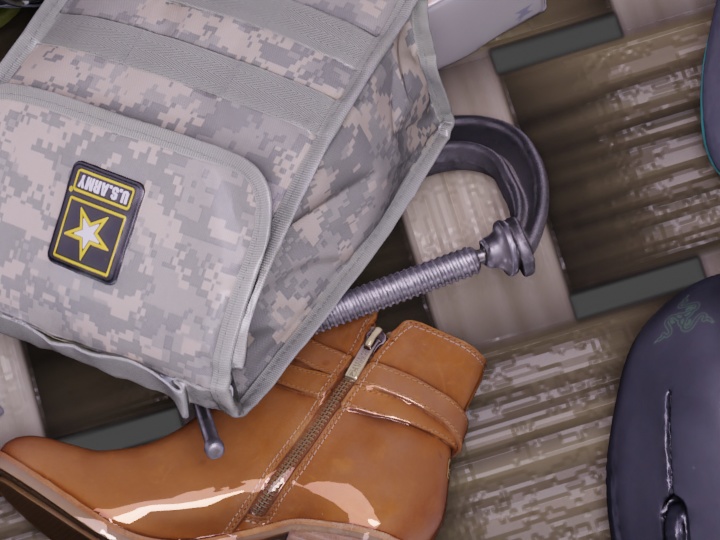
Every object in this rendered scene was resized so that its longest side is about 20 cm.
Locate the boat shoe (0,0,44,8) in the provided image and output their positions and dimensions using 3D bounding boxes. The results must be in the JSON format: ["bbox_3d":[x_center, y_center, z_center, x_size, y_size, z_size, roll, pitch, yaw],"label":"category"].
[{"bbox_3d":[-0.147,-0.147,1.303,0.056,0.200,0.069,3,104,19],"label":"boat shoe"}]

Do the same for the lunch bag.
[{"bbox_3d":[-0.079,-0.043,1.251,0.163,0.118,0.200,19,61,23],"label":"lunch bag"}]

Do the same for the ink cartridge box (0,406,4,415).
[{"bbox_3d":[-0.263,0.086,1.258,0.084,0.145,0.200,43,81,14],"label":"ink cartridge box"}]

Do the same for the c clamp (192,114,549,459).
[{"bbox_3d":[0.000,0.000,1.290,0.199,0.027,0.171,-24,37,-7],"label":"c clamp"}]

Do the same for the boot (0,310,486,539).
[{"bbox_3d":[-0.053,0.071,1.285,0.199,0.077,0.156,18,68,20],"label":"boot"}]

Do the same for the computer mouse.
[{"bbox_3d":[0.150,0.087,1.248,0.138,0.053,0.201,-15,61,38],"label":"computer mouse"}]

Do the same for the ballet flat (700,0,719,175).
[{"bbox_3d":[0.205,-0.135,1.323,0.073,0.073,0.201,13,73,9],"label":"ballet flat"}]

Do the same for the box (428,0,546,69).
[{"bbox_3d":[0.001,-0.194,1.359,0.095,0.078,0.200,-30,72,-6],"label":"box"}]

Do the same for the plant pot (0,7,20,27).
[{"bbox_3d":[-0.262,-0.212,1.342,0.192,0.200,0.201,3,72,18],"label":"plant pot"}]
